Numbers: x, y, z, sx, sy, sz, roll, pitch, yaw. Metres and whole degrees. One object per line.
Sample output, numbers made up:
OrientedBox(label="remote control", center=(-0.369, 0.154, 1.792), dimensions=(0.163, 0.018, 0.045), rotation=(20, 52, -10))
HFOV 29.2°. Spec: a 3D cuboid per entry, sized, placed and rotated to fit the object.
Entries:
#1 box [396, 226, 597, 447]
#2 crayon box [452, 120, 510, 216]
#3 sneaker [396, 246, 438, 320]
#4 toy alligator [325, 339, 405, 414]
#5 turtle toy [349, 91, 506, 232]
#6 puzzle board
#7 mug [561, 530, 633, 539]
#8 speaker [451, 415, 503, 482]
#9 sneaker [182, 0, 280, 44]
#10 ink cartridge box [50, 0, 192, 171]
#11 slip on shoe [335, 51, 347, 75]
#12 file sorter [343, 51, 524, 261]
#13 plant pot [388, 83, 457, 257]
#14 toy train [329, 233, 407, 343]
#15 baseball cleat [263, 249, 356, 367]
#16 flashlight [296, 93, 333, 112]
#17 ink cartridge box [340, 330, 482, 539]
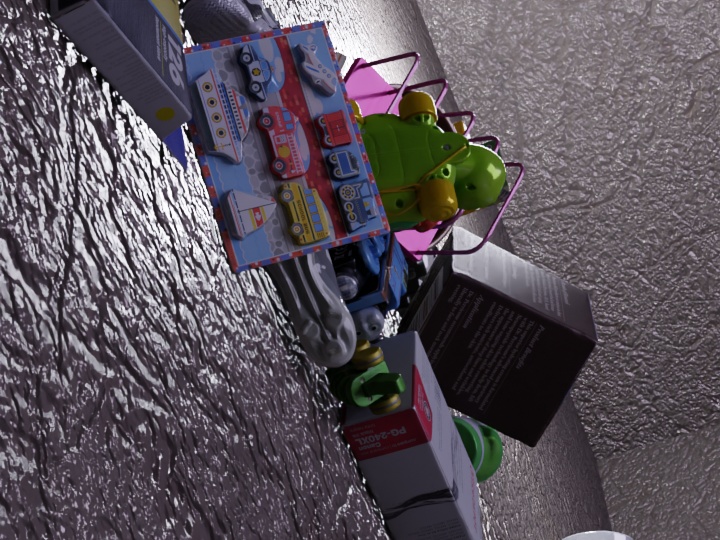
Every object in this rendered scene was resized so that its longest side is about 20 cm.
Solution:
OrientedBox(label="box", center=(0.164, 0.080, 1.718), dimensions=(0.200, 0.166, 0.164), rotation=(27, 21, -6))
OrientedBox(label="crayon box", center=(0.080, -0.113, 1.741), dimensions=(0.126, 0.200, 0.052), rotation=(-96, 164, -47))
OrientedBox(label="sneaker", center=(0.068, -0.015, 1.872), dimensions=(0.089, 0.074, 0.201), rotation=(31, 51, -73))
OrientedBox(label="toy alligator", center=(-0.009, 0.103, 1.350), dimensions=(0.059, 0.054, 0.200), rotation=(70, -13, -12))
OrientedBox(label="turtle toy", center=(0.049, -0.095, 1.380), dimensions=(0.101, 0.199, 0.146), rotation=(97, -14, -59))
OrientedBox(label="puzzle board", center=(-0.069, -0.111, 1.201), dimensions=(0.017, 0.150, 0.200), rotation=(-29, -103, 66))
OrientedBox(label="mug", center=(0.444, 0.584, 2.539), dimensions=(0.187, 0.149, 0.153), rotation=(48, 33, -48))
OrientedBox(label="speaker", center=(0.125, 0.224, 1.719), dimensions=(0.200, 0.088, 0.089), rotation=(28, 45, -74))
OrientedBox(label="sneaker", center=(-0.118, -0.259, 1.348), dimensions=(0.200, 0.075, 0.115), rotation=(34, 41, -66))
OrientedBox(label="ink cartridge box", center=(-0.175, -0.211, 1.075), dimensions=(0.200, 0.047, 0.198), rotation=(49, 24, -53))
OrientedBox(label="slip on shoe", center=(-0.064, -0.197, 1.567), dimensions=(0.200, 0.061, 0.074), rotation=(-70, 177, -55))
OrientedBox(label="file sorter", center=(0.064, -0.125, 1.527), dimensions=(0.200, 0.125, 0.139), rotation=(42, 65, -29))
OrientedBox(label="plant pot", center=(0.021, -0.115, 1.630), dimensions=(0.200, 0.093, 0.201), rotation=(1, 89, -37))
OrientedBox(label="toy train", center=(0.000, 0.000, 1.462), dimensions=(0.200, 0.087, 0.114), rotation=(-83, 150, -66))
OrientedBox(label="baseball cleat", center=(-0.060, -0.004, 1.294), dimensions=(0.106, 0.070, 0.200), rotation=(166, -92, -85))
OrientedBox(label="flashlight", center=(-0.062, -0.132, 1.330), dimensions=(0.068, 0.068, 0.200), rotation=(54, -7, -8))
OrientedBox(label="ink cartridge box", center=(0.055, 0.189, 1.439), dimensions=(0.145, 0.083, 0.200), rotation=(-86, 156, -62))
